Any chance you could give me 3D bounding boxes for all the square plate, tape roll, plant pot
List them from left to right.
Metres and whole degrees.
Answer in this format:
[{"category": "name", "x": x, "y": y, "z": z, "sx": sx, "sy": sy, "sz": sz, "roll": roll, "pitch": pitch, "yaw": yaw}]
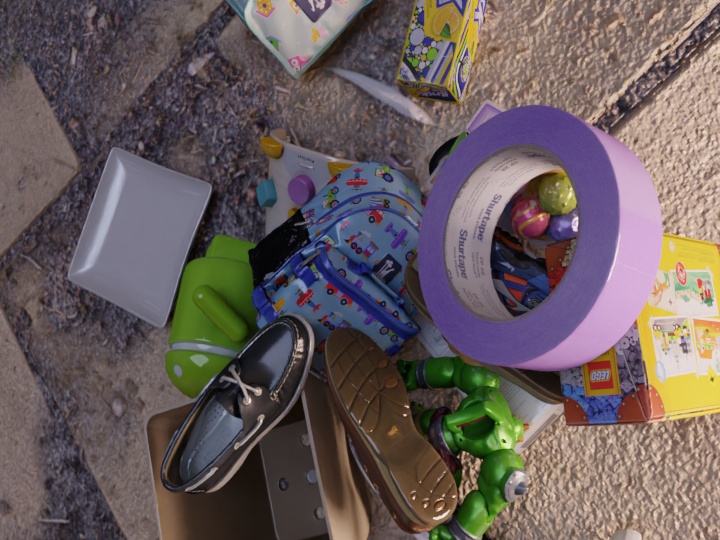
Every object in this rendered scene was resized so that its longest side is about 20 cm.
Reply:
[{"category": "square plate", "x": -0.305, "y": -0.049, "z": 0.982, "sx": 0.194, "sy": 0.028, "sz": 0.205, "roll": 21, "pitch": 91, "yaw": 25}, {"category": "plant pot", "x": -0.089, "y": 0.231, "z": 0.765, "sx": 0.196, "sy": 0.176, "sz": 0.205, "roll": -20, "pitch": 74, "yaw": 20}, {"category": "tape roll", "x": 0.136, "y": -0.024, "z": 0.571, "sx": 0.198, "sy": 0.064, "sz": 0.206, "roll": -18, "pitch": 67, "yaw": 48}]

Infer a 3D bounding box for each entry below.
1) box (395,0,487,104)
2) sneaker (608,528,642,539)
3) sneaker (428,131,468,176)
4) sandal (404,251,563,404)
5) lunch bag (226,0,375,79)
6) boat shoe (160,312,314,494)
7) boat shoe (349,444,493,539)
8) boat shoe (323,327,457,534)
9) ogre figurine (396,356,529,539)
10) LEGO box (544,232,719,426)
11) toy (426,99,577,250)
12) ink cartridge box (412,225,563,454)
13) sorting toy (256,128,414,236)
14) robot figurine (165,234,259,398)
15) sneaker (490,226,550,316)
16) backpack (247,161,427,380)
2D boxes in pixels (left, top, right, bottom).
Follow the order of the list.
[{"category": "box", "x": 0.104, "y": -0.304, "z": 0.818, "sx": 0.068, "sy": 0.064, "sz": 0.206, "roll": 13, "pitch": 89, "yaw": 25}, {"category": "sneaker", "x": 0.197, "y": 0.327, "z": 0.682, "sx": 0.083, "sy": 0.073, "sz": 0.204, "roll": 29, "pitch": 96, "yaw": 22}, {"category": "sneaker", "x": 0.159, "y": -0.112, "z": 0.743, "sx": 0.195, "sy": 0.090, "sz": 0.072, "roll": 2, "pitch": 106, "yaw": 22}, {"category": "sandal", "x": 0.117, "y": 0.060, "z": 0.673, "sx": 0.199, "sy": 0.055, "sz": 0.080, "roll": 40, "pitch": 54, "yaw": 13}, {"category": "lunch bag", "x": -0.085, "y": -0.366, "z": 0.882, "sx": 0.170, "sy": 0.122, "sz": 0.201, "roll": -42, "pitch": 77, "yaw": 10}, {"category": "boat shoe", "x": -0.115, "y": 0.128, "z": 0.663, "sx": 0.075, "sy": 0.060, "sz": 0.203, "roll": 32, "pitch": 95, "yaw": 25}, {"category": "boat shoe", "x": 0.068, "y": 0.235, "z": 0.754, "sx": 0.068, "sy": 0.071, "sz": 0.201, "roll": -45, "pitch": 71, "yaw": 13}, {"category": "boat shoe", "x": 0.014, "y": 0.150, "z": 0.661, "sx": 0.203, "sy": 0.071, "sz": 0.068, "roll": 60, "pitch": 142, "yaw": 23}, {"category": "ogre figurine", "x": 0.098, "y": 0.165, "z": 0.685, "sx": 0.119, "sy": 0.098, "sz": 0.203, "roll": -32, "pitch": 32, "yaw": 30}, {"category": "LEGO box", "x": 0.257, "y": 0.051, "z": 0.621, "sx": 0.076, "sy": 0.196, "sz": 0.154, "roll": -16, "pitch": 74, "yaw": 48}, {"category": "toy", "x": 0.171, "y": -0.066, "z": 0.683, "sx": 0.197, "sy": 0.048, "sz": 0.116, "roll": 29, "pitch": 135, "yaw": -9}, {"category": "ink cartridge box", "x": 0.156, "y": 0.065, "z": 0.763, "sx": 0.163, "sy": 0.050, "sz": 0.201, "roll": -48, "pitch": 55, "yaw": 12}, {"category": "sorting toy", "x": -0.056, "y": -0.056, "z": 0.851, "sx": 0.196, "sy": 0.106, "sz": 0.185, "roll": 20, "pitch": 109, "yaw": 25}, {"category": "robot figurine", "x": -0.167, "y": 0.065, "z": 0.846, "sx": 0.113, "sy": 0.175, "sz": 0.206, "roll": 15, "pitch": 71, "yaw": -19}, {"category": "sneaker", "x": 0.164, "y": 0.023, "z": 0.708, "sx": 0.199, "sy": 0.074, "sz": 0.080, "roll": 38, "pitch": 116, "yaw": 33}, {"category": "backpack", "x": 0.000, "y": 0.000, "z": 0.749, "sx": 0.199, "sy": 0.182, "sz": 0.136, "roll": -39, "pitch": 29, "yaw": 14}]
